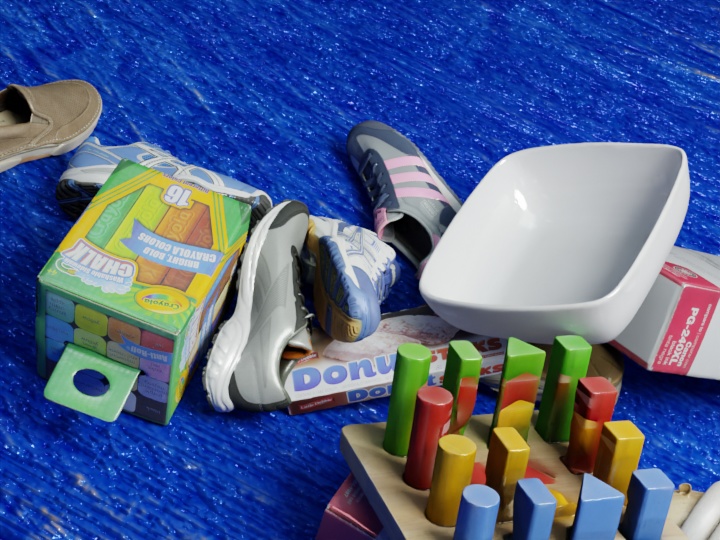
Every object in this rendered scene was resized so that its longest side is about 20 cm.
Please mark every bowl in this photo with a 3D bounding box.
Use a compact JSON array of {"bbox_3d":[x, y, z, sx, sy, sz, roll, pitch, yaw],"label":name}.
[{"bbox_3d":[0.166,-0.015,0.993,0.198,0.075,0.200,4,46,40],"label":"bowl"}]

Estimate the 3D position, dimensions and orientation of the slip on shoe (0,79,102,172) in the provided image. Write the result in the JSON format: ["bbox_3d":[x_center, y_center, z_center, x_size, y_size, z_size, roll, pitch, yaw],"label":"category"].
[{"bbox_3d":[-0.319,-0.147,1.132,0.076,0.061,0.199,39,42,17],"label":"slip on shoe"}]

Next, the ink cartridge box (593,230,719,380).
[{"bbox_3d":[0.300,0.035,1.073,0.198,0.084,0.145,10,16,-30],"label":"ink cartridge box"}]

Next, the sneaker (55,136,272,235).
[{"bbox_3d":[-0.178,-0.082,1.113,0.197,0.076,0.078,10,51,-9],"label":"sneaker"}]

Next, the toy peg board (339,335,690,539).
[{"bbox_3d":[0.111,0.126,0.831,0.197,0.099,0.199,-2,25,-20],"label":"toy peg board"}]

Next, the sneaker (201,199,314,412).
[{"bbox_3d":[-0.070,0.032,1.021,0.078,0.074,0.202,8,62,12],"label":"sneaker"}]

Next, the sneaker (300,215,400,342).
[{"bbox_3d":[0.000,0.000,1.054,0.087,0.076,0.200,4,24,-16],"label":"sneaker"}]

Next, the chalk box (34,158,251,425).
[{"bbox_3d":[-0.186,0.031,0.976,0.123,0.125,0.201,20,46,3],"label":"chalk box"}]

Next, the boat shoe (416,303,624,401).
[{"bbox_3d":[0.134,0.082,1.067,0.198,0.065,0.073,12,54,15],"label":"boat shoe"}]

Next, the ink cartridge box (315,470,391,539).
[{"bbox_3d":[0.083,0.206,0.922,0.199,0.083,0.147,30,47,13],"label":"ink cartridge box"}]

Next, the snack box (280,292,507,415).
[{"bbox_3d":[0.030,0.071,1.031,0.197,0.024,0.072,-11,51,-1],"label":"snack box"}]

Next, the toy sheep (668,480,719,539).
[{"bbox_3d":[0.302,0.240,0.928,0.199,0.139,0.138,35,48,21],"label":"toy sheep"}]

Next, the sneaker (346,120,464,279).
[{"bbox_3d":[0.034,-0.071,1.169,0.081,0.071,0.200,-21,56,-35],"label":"sneaker"}]
